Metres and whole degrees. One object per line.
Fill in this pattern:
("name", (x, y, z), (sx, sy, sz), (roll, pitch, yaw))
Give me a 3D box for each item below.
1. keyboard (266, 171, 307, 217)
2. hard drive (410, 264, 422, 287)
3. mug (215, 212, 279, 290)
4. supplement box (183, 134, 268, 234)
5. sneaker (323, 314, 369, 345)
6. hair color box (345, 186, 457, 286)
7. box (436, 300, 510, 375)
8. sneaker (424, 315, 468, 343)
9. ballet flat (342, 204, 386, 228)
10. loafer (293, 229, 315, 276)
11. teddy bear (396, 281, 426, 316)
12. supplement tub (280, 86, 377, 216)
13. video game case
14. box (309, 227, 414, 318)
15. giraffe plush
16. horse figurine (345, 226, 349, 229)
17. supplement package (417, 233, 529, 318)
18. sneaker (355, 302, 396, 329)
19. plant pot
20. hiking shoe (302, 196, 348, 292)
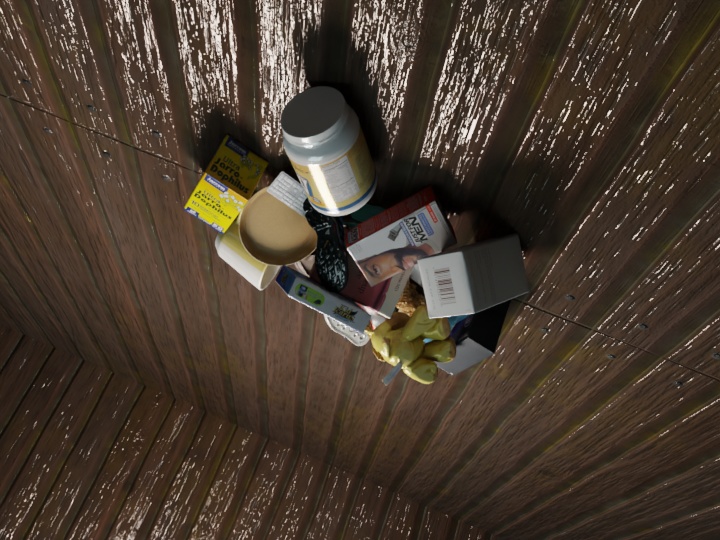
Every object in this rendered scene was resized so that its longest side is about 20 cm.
("keyboard", (-0.111, -0.141, 1.559), (0.198, 0.011, 0.056), (34, 117, -32))
("hard drive", (0.153, -0.007, 1.620), (0.198, 0.027, 0.131), (37, 149, -22))
("mug", (-0.259, -0.073, 1.738), (0.151, 0.190, 0.149), (29, -166, 6))
("supplement box", (-0.298, -0.183, 1.578), (0.107, 0.111, 0.199), (31, 150, -14))
("sneaker", (-0.059, 0.098, 1.845), (0.200, 0.080, 0.147), (49, 180, -41))
("hair color box", (0.079, -0.065, 1.425), (0.196, 0.065, 0.112), (-27, 122, 14))
("box", (0.252, 0.144, 1.675), (0.077, 0.144, 0.200), (27, 151, -10))
("sneaker", (0.202, 0.083, 1.633), (0.075, 0.082, 0.201), (28, 132, -7))
("ballet flat", (-0.024, -0.118, 1.529), (0.195, 0.069, 0.071), (19, 157, 10))
("loafer", (-0.127, -0.040, 1.704), (0.071, 0.073, 0.201), (32, 163, 44))
("teddy bear", (0.094, 0.063, 1.707), (0.141, 0.068, 0.201), (15, 159, 18))
("supplement tub", (-0.057, -0.214, 1.311), (0.141, 0.147, 0.202), (9, 148, 24))
("video game case", (-0.082, 0.057, 1.525), (0.178, 0.046, 0.200), (29, 180, -16))
("box", (0.000, 0.000, 1.552), (0.196, 0.130, 0.109), (26, 179, -4))
("giraffe plush", (0.092, 0.159, 1.607), (0.162, 0.197, 0.176), (28, 143, 62))
("horse figurine", (-0.012, -0.024, 1.690), (0.129, 0.051, 0.202), (20, 151, 9))
("supplement package", (0.221, 0.010, 1.394), (0.116, 0.197, 0.120), (-11, 92, 45))
("sneaker", (0.062, 0.117, 1.846), (0.080, 0.079, 0.200), (-10, 137, 36))
("plant pot", (-0.172, -0.105, 1.589), (0.194, 0.028, 0.205), (-8, 123, -12))
("hiking shoe", (-0.053, -0.060, 1.450), (0.073, 0.086, 0.206), (-5, 101, 25))
